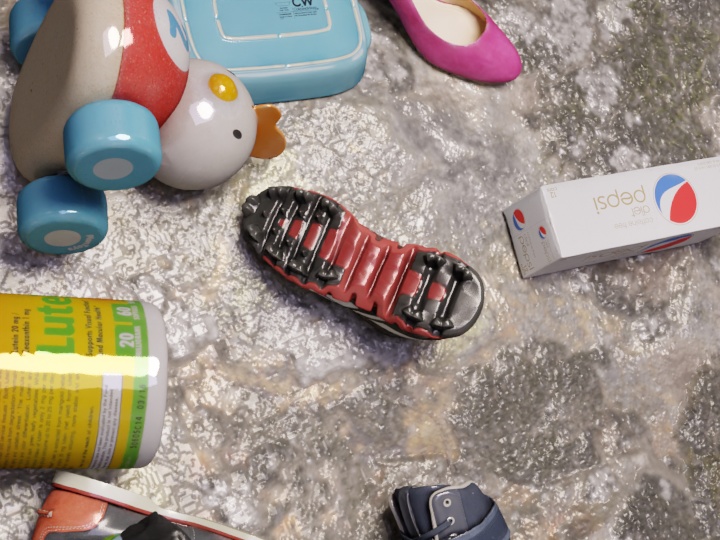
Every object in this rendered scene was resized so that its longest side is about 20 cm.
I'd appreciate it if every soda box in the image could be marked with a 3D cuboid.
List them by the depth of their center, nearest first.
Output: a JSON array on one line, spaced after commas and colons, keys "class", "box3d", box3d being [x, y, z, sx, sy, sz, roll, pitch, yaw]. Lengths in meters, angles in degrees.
[{"class": "soda box", "box3d": [0.228, -0.047, 0.982, 0.198, 0.068, 0.064, -11, 79, -25]}]

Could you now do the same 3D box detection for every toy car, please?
[{"class": "toy car", "box3d": [-0.133, -0.118, 0.808, 0.198, 0.177, 0.186, 6, 61, -34]}]

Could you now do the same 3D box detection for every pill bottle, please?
[{"class": "pill bottle", "box3d": [-0.231, 0.071, 0.733, 0.198, 0.111, 0.112, 4, 74, -22]}]

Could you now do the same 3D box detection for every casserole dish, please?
[{"class": "casserole dish", "box3d": [-0.075, -0.198, 0.916, 0.198, 0.039, 0.122, -10, 80, -26]}]

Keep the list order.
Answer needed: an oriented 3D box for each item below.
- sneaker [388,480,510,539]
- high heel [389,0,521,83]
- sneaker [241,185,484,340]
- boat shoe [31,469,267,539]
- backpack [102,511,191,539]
[{"class": "sneaker", "box3d": [0.037, 0.236, 0.810, 0.201, 0.077, 0.147, -29, 99, -36]}, {"class": "high heel", "box3d": [0.069, -0.234, 0.953, 0.199, 0.096, 0.068, 39, 64, -8]}, {"class": "sneaker", "box3d": [0.000, 0.000, 0.875, 0.199, 0.098, 0.071, 24, 78, 10]}, {"class": "boat shoe", "box3d": [-0.122, 0.194, 0.767, 0.198, 0.071, 0.063, 22, 71, -13]}, {"class": "backpack", "box3d": [-0.176, 0.254, 0.679, 0.199, 0.153, 0.164, -35, 113, -27]}]
